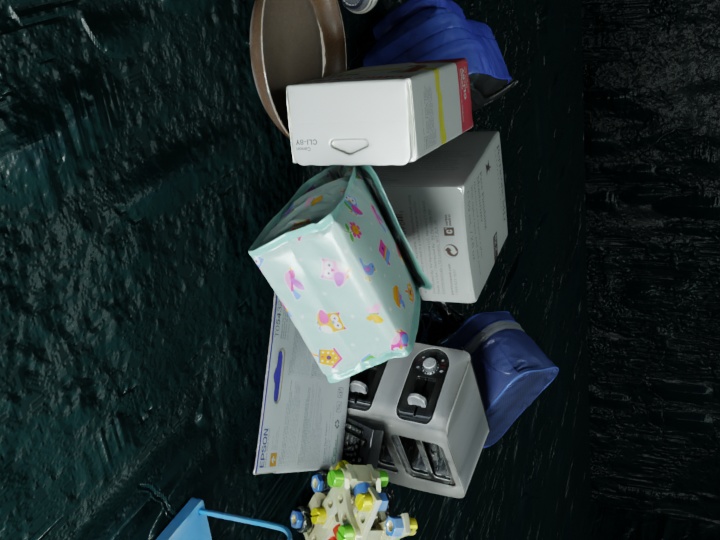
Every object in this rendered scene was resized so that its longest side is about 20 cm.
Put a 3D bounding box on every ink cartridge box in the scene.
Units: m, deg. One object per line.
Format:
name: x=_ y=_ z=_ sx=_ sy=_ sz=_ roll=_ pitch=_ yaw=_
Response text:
ink cartridge box: x=0.027 y=-0.176 z=0.901 sx=0.200 sy=0.142 sz=0.085 roll=-39 pitch=127 yaw=-60
ink cartridge box: x=-0.069 y=0.120 z=0.919 sx=0.199 sy=0.042 sz=0.201 roll=23 pitch=72 yaw=-62

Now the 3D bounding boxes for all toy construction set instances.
toy construction set: x=-0.027 y=0.292 z=0.908 sx=0.091 sy=0.201 sz=0.132 roll=24 pitch=24 yaw=-40

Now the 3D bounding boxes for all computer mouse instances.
computer mouse: x=0.117 y=0.003 z=1.271 sx=0.110 sy=0.043 sz=0.201 roll=49 pitch=24 yaw=-19

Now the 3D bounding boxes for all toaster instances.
toaster: x=0.063 y=0.189 z=1.068 sx=0.120 sy=0.177 sz=0.202 roll=-61 pitch=147 yaw=-34

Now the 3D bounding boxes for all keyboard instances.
keyboard: x=-0.006 y=0.284 z=0.965 sx=0.020 sy=0.126 sz=0.205 roll=10 pitch=91 yaw=-42

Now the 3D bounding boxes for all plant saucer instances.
plant saucer: x=-0.068 y=-0.236 z=0.892 sx=0.199 sy=0.031 sz=0.206 roll=3 pitch=90 yaw=-67

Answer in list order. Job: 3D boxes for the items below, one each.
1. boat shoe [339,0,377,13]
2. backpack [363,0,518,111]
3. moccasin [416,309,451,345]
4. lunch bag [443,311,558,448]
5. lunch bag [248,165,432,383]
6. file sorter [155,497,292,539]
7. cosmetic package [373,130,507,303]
boat shoe: x=-0.040 y=-0.370 z=0.906 sx=0.093 sy=0.073 sz=0.203 roll=-52 pitch=131 yaw=-43
backpack: x=0.089 y=-0.275 z=1.104 sx=0.170 sy=0.161 sz=0.199 roll=60 pitch=28 yaw=2
moccasin: x=0.087 y=0.087 z=1.243 sx=0.199 sy=0.067 sz=0.083 roll=-18 pitch=108 yaw=-64
lunch bag: x=0.168 y=0.159 z=1.196 sx=0.134 sy=0.133 sz=0.201 roll=5 pitch=129 yaw=-50
lunch bag: x=-0.008 y=-0.014 z=0.868 sx=0.173 sy=0.120 sz=0.201 roll=61 pitch=25 yaw=-18
file sorter: x=-0.119 y=0.335 z=0.726 sx=0.139 sy=0.120 sz=0.205 roll=-46 pitch=133 yaw=-57
cosmetic package: x=0.099 y=-0.079 z=1.131 sx=0.201 sy=0.161 sz=0.168 roll=-52 pitch=139 yaw=-53
